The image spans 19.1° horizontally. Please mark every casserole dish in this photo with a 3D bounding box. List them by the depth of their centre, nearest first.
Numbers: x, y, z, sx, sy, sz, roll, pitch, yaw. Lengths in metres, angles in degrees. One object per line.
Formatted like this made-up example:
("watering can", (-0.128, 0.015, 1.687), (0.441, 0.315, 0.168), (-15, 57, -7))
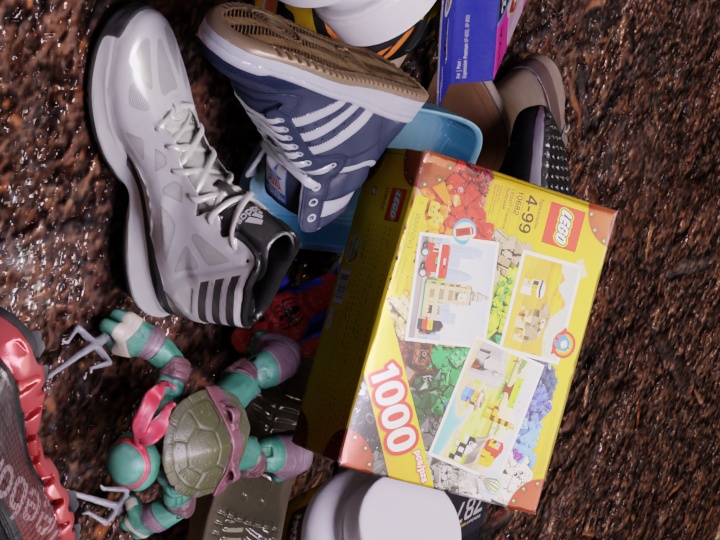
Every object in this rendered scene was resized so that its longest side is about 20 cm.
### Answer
("casserole dish", (-0.004, -0.070, 1.426), (0.199, 0.039, 0.121), (5, 125, -47))

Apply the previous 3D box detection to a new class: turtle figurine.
("turtle figurine", (-0.112, 0.102, 1.323), (0.199, 0.100, 0.151), (-11, 116, -50))

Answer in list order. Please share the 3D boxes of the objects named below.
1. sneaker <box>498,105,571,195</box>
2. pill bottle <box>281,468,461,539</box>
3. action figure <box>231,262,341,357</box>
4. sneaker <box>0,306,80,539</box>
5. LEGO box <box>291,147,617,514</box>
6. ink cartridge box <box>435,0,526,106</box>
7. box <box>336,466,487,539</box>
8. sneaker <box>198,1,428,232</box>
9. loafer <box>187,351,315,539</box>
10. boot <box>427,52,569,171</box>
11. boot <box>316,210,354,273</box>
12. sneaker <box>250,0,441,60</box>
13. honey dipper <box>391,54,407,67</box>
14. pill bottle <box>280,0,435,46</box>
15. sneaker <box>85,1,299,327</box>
("sneaker", (0.095, -0.030, 1.500), (0.070, 0.089, 0.201), (59, 32, -53))
("pill bottle", (-0.013, 0.200, 1.465), (0.109, 0.109, 0.200), (-49, -173, -34))
("action figure", (0.000, 0.000, 1.405), (0.199, 0.065, 0.099), (-29, 169, 2))
("sneaker", (-0.215, 0.119, 1.199), (0.098, 0.071, 0.201), (-43, 140, -40))
("LEGO box", (0.060, 0.037, 1.356), (0.148, 0.077, 0.201), (16, 89, -25))
("ink cartridge box", (0.094, -0.206, 1.512), (0.200, 0.037, 0.095), (-63, 161, -44))
("box", (0.041, 0.192, 1.719), (0.200, 0.049, 0.162), (-16, 124, -57))
("sneaker", (-0.046, -0.087, 1.269), (0.109, 0.070, 0.200), (-54, 149, 16))
("loafer", (-0.078, 0.127, 1.450), (0.076, 0.067, 0.201), (31, 62, -23))
("boot", (0.110, -0.119, 1.637), (0.146, 0.070, 0.201), (-55, 149, -39))
("boot", (0.008, 0.035, 1.503), (0.131, 0.068, 0.200), (49, 45, -21))
("sneaker", (0.018, -0.169, 1.387), (0.200, 0.090, 0.070), (-21, 104, -53))
("honey dipper", (0.038, -0.172, 1.497), (0.201, 0.038, 0.038), (-59, 150, -23))
("pill bottle", (-0.034, -0.221, 1.207), (0.200, 0.111, 0.111), (47, 65, -40))
("sneaker", (-0.087, -0.058, 1.249), (0.076, 0.115, 0.202), (-38, 129, -45))
